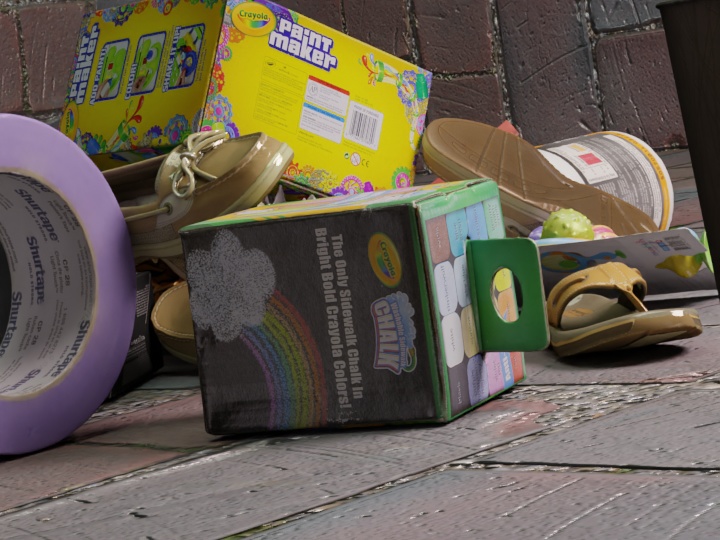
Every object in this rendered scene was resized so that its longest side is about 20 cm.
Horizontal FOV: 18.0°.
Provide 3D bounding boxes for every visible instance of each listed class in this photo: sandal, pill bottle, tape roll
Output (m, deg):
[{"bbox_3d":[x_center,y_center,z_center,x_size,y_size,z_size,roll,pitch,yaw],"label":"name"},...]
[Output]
[{"bbox_3d":[0.152,0.021,1.431,0.080,0.055,0.200,-9,5,-11],"label":"sandal"},{"bbox_3d":[0.161,-0.047,1.844,0.116,0.118,0.199,-4,6,37],"label":"pill bottle"},{"bbox_3d":[-0.234,0.010,1.357,0.085,0.202,0.199,-4,6,43],"label":"tape roll"}]

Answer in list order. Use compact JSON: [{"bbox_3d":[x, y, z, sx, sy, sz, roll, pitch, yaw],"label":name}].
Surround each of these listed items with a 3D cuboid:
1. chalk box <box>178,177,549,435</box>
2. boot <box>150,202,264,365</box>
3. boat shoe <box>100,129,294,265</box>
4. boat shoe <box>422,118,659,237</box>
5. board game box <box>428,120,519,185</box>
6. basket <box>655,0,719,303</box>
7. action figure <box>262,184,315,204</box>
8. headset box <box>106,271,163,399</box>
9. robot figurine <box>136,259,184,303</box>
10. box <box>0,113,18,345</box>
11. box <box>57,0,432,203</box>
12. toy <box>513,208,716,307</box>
[{"bbox_3d":[0.017,0.018,1.291,0.198,0.126,0.124,-5,6,25],"label":"chalk box"},{"bbox_3d":[-0.100,0.004,1.544,0.199,0.073,0.155,2,-29,42],"label":"boot"},{"bbox_3d":[-0.127,-0.050,1.421,0.200,0.063,0.073,-17,29,43],"label":"boat shoe"},{"bbox_3d":[0.126,-0.044,1.698,0.199,0.065,0.072,29,39,-7],"label":"boat shoe"},{"bbox_3d":[0.044,-0.041,1.841,0.200,0.019,0.103,-40,-4,-11],"label":"board game box"},{"bbox_3d":[0.182,0.000,0.761,0.135,0.202,0.180,-9,6,-18],"label":"basket"},{"bbox_3d":[0.000,0.000,1.605,0.198,0.070,0.130,7,-30,21],"label":"action figure"},{"bbox_3d":[-0.255,0.055,1.599,0.198,0.076,0.149,-7,5,10],"label":"headset box"},{"bbox_3d":[-0.144,0.014,1.733,0.145,0.059,0.199,36,-22,-27],"label":"robot figurine"},{"bbox_3d":[-0.292,0.006,1.499,0.156,0.202,0.050,-6,2,14],"label":"box"},{"bbox_3d":[-0.089,-0.113,1.692,0.199,0.123,0.192,20,-15,-38],"label":"box"},{"bbox_3d":[0.166,-0.015,1.632,0.198,0.048,0.115,-2,-22,32],"label":"toy"}]
